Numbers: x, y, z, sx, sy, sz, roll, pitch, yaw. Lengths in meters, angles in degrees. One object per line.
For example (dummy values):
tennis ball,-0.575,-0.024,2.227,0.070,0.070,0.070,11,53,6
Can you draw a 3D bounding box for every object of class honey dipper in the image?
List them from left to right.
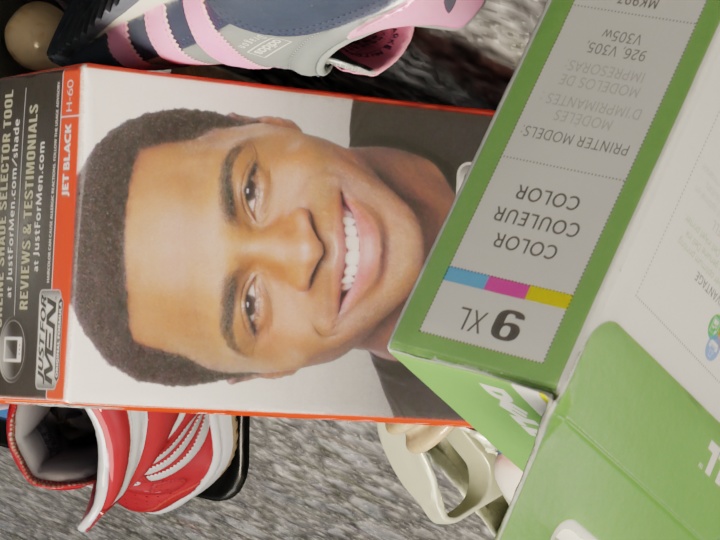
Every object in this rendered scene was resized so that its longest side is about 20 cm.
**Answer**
honey dipper,-0.043,-0.016,0.983,0.200,0.038,0.038,42,162,-10

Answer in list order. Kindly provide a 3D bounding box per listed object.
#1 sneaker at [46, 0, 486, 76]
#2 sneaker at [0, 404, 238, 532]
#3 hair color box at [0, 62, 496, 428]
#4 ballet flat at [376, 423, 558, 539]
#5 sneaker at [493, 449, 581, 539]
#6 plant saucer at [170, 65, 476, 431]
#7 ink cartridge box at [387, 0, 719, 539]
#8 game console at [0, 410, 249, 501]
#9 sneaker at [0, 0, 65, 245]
sneaker,-0.032,-0.079,0.878,0.082,0.070,0.200,32,165,-18
sneaker,-0.098,0.060,1.101,0.071,0.112,0.200,41,149,11
hair color box,-0.014,-0.003,0.916,0.199,0.102,0.061,4,178,-32
ballet flat,0.056,0.092,1.223,0.200,0.072,0.072,50,156,-18
sneaker,0.127,0.113,1.013,0.200,0.073,0.072,30,163,-22
plant saucer,0.000,0.000,1.079,0.200,0.035,0.200,36,168,9
ink cartridge box,0.071,0.007,0.763,0.059,0.201,0.104,12,160,38
game console,-0.144,-0.005,1.211,0.200,0.117,0.176,9,159,43
sneaker,-0.142,-0.028,0.997,0.075,0.106,0.200,48,-161,-17
